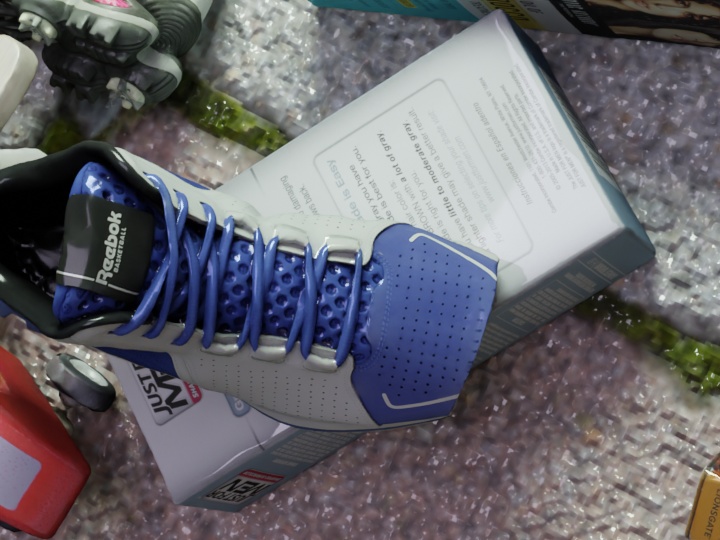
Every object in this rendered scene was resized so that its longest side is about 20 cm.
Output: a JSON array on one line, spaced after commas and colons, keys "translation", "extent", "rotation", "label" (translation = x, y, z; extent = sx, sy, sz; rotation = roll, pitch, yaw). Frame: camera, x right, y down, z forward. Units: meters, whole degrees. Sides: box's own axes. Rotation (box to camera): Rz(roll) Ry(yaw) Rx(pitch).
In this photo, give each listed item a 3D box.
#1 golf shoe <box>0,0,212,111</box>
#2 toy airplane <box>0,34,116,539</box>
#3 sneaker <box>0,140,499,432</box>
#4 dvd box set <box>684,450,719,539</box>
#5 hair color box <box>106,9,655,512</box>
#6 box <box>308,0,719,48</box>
[{"translation": [-0.147, -0.134, 0.923], "extent": [0.199, 0.077, 0.088], "rotation": [20, 68, 20], "label": "golf shoe"}, {"translation": [-0.208, 0.018, 0.870], "extent": [0.198, 0.141, 0.201], "rotation": [-11, 77, 19], "label": "toy airplane"}, {"translation": [-0.056, 0.007, 0.752], "extent": [0.198, 0.115, 0.081], "rotation": [13, 89, 5], "label": "sneaker"}, {"translation": [0.222, 0.084, 0.704], "extent": [0.199, 0.146, 0.030], "rotation": [24, 122, 23], "label": "dvd box set"}, {"translation": [0.000, 0.000, 0.841], "extent": [0.199, 0.061, 0.099], "rotation": [-32, 72, 12], "label": "hair color box"}, {"translation": [0.063, -0.123, 0.828], "extent": [0.199, 0.082, 0.049], "rotation": [9, 85, 22], "label": "box"}]
